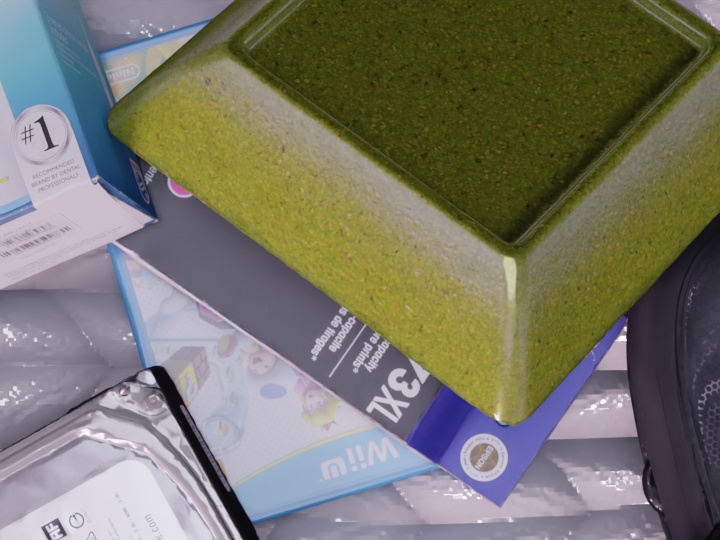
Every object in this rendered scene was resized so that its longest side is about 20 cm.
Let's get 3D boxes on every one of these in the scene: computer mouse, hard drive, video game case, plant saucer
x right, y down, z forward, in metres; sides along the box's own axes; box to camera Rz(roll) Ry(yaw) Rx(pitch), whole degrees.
[{"bbox_3d":[0.127,0.055,1.092,0.053,0.139,0.200,7,78,1],"label":"computer mouse"},{"bbox_3d":[-0.133,0.145,1.116,0.200,0.038,0.140,-29,88,5],"label":"hard drive"},{"bbox_3d":[-0.027,-0.007,1.141,0.143,0.018,0.200,-17,88,-1],"label":"video game case"},{"bbox_3d":[0.042,-0.071,1.065,0.200,0.048,0.200,36,58,15],"label":"plant saucer"}]

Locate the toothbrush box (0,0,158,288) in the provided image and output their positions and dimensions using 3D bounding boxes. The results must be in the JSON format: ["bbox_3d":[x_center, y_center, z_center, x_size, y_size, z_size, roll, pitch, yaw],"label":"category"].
[{"bbox_3d":[-0.185,-0.088,1.088,0.146,0.085,0.200,-22,75,7],"label":"toothbrush box"}]

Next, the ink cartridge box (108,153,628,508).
[{"bbox_3d":[0.000,0.000,1.116,0.200,0.037,0.095,35,88,0],"label":"ink cartridge box"}]
